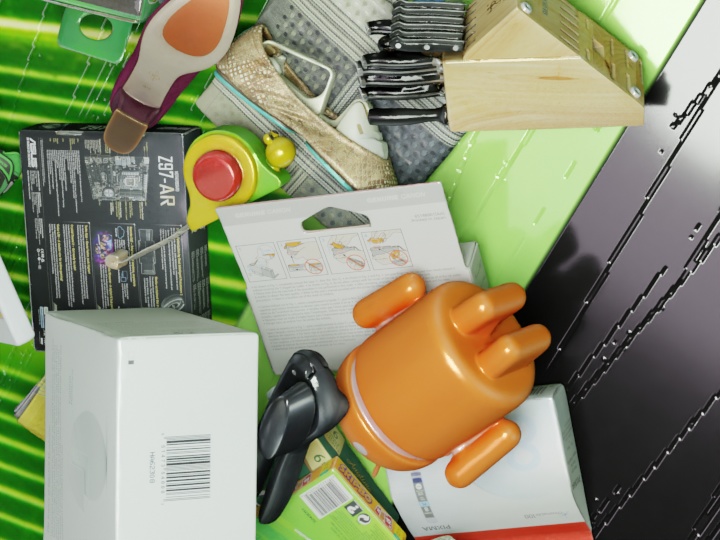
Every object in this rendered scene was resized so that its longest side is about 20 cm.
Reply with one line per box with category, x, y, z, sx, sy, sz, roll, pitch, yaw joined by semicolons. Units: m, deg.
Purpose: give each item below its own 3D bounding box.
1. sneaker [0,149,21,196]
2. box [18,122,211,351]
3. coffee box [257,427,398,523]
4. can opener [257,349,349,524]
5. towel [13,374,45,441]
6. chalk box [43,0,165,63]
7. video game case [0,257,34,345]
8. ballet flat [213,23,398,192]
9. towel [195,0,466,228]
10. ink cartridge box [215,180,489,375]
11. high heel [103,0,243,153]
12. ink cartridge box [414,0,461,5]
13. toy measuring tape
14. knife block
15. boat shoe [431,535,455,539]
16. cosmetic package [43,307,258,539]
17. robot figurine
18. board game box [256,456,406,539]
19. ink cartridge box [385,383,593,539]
sneaker;-0.370;-0.144;1.726;0.085;0.078;0.201;-30;82;-16
box;-0.214;-0.027;1.704;0.159;0.044;0.202;2;103;19
coffee box;-0.080;0.217;1.700;0.199;0.044;0.123;-26;109;22
can opener;-0.064;0.135;1.566;0.064;0.078;0.200;59;149;25
towel;-0.198;0.141;1.720;0.200;0.023;0.144;38;118;-10
chalk box;-0.202;-0.276;1.600;0.124;0.124;0.201;17;109;14
video game case;-0.369;-0.033;1.695;0.181;0.023;0.201;6;121;54
ballet flat;-0.030;-0.126;1.576;0.200;0.071;0.065;40;104;2
towel;-0.015;-0.145;1.618;0.200;0.035;0.193;43;115;3
ink cartridge box;0.000;0.000;1.603;0.198;0.045;0.177;-5;123;20
high heel;-0.151;-0.189;1.597;0.067;0.096;0.200;35;124;-15
ink cartridge box;0.014;-0.307;1.545;0.199;0.068;0.116;34;111;9
toy measuring tape;-0.141;-0.070;1.618;0.199;0.074;0.074;-26;93;23
knife block;0.100;-0.145;1.524;0.199;0.064;0.175;33;128;-23
boat shoe;0.018;0.286;1.668;0.199;0.075;0.063;-27;98;36
cosmetic package;-0.172;0.140;1.573;0.200;0.122;0.201;11;101;63
robot figurine;0.059;0.087;1.547;0.144;0.117;0.200;37;128;-21
board game box;-0.066;0.245;1.670;0.199;0.030;0.096;-35;105;22
ink cartridge box;0.110;0.203;1.643;0.159;0.047;0.202;-8;98;21
